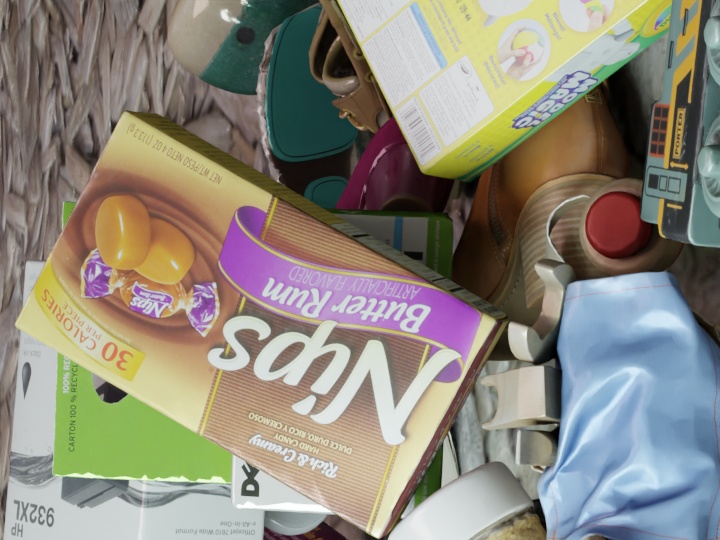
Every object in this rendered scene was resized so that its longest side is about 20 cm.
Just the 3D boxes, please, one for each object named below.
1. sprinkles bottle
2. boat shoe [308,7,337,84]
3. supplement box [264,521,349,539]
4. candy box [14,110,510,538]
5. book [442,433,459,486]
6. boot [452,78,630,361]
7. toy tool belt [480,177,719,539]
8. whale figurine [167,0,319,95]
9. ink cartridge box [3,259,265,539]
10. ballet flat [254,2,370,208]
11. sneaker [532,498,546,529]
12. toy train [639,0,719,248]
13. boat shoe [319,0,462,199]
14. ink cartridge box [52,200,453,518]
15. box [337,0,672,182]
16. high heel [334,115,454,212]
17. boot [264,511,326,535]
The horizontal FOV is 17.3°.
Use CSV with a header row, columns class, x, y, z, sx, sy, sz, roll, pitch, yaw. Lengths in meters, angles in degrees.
class,x,y,z,sx,sy,sz,roll,pitch,yaw
sprinkles bottle,0.093,0.185,1.073,0.200,0.068,0.068,55,144,16
boat shoe,0.021,-0.168,1.328,0.063,0.073,0.201,-50,3,-29
supplement box,-0.082,0.233,1.378,0.131,0.199,0.104,20,129,66
candy box,-0.045,0.024,1.100,0.117,0.199,0.056,-61,-9,7
book,-0.028,0.078,1.406,0.200,0.048,0.134,-10,99,55
boot,0.081,-0.041,1.222,0.200,0.073,0.155,-32,55,58
toy tool belt,0.117,0.051,1.035,0.124,0.123,0.201,-10,80,24
whale figurine,-0.039,-0.199,1.489,0.200,0.104,0.159,-56,10,15
ink cartridge box,-0.122,0.098,1.287,0.145,0.083,0.201,3,88,51
ballet flat,-0.026,-0.061,1.448,0.072,0.071,0.201,172,92,-66
sneaker,0.081,0.168,1.193,0.200,0.075,0.114,10,97,61
toy train,0.169,-0.096,0.996,0.114,0.085,0.201,-162,75,-70
boat shoe,0.011,-0.115,1.291,0.074,0.066,0.201,-101,-4,-49
ink cartridge box,-0.056,0.042,1.166,0.076,0.199,0.149,-48,-40,-87
box,0.089,-0.146,1.121,0.200,0.048,0.118,-37,66,29
high heel,0.000,0.000,1.286,0.200,0.067,0.096,-54,16,38
boot,-0.077,0.075,1.390,0.201,0.073,0.096,65,156,20
